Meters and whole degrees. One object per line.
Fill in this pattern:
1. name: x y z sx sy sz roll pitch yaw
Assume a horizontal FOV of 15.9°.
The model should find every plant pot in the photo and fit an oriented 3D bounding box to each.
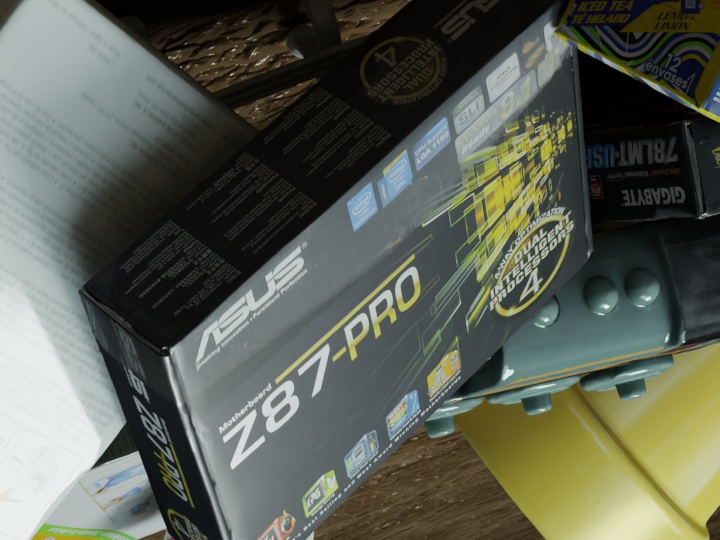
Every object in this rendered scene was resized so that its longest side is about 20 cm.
1. plant pot: 0.164 0.060 1.484 0.189 0.201 0.201 -39 163 8

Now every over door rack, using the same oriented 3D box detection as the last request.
1. over door rack: -0.010 -0.053 1.008 0.147 0.067 0.200 -20 144 -5

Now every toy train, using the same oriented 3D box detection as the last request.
1. toy train: 0.087 0.019 1.160 0.199 0.086 0.114 -9 171 -27

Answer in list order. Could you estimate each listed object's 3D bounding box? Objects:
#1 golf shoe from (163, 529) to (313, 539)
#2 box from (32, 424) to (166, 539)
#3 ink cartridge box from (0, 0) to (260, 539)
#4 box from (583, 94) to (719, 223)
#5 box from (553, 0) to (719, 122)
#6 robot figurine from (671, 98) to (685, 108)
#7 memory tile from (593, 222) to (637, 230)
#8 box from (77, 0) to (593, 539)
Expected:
1. golf shoe: -0.045 0.093 1.162 0.075 0.092 0.200 18 134 0
2. box: -0.146 0.067 1.196 0.101 0.113 0.200 -20 167 -2
3. ink cartridge box: -0.128 0.006 0.859 0.200 0.047 0.160 -52 142 0
4. box: 0.181 -0.062 1.187 0.199 0.050 0.198 -15 -172 -25
5. box: 0.157 -0.076 0.937 0.200 0.070 0.064 19 101 -53
6. robot figurine: 0.171 -0.131 1.033 0.144 0.058 0.200 -16 166 -4
7. memory tile: 0.045 0.022 1.319 0.153 0.017 0.200 -13 -167 40
8. box: 0.000 0.000 0.920 0.200 0.049 0.161 -42 147 -21
